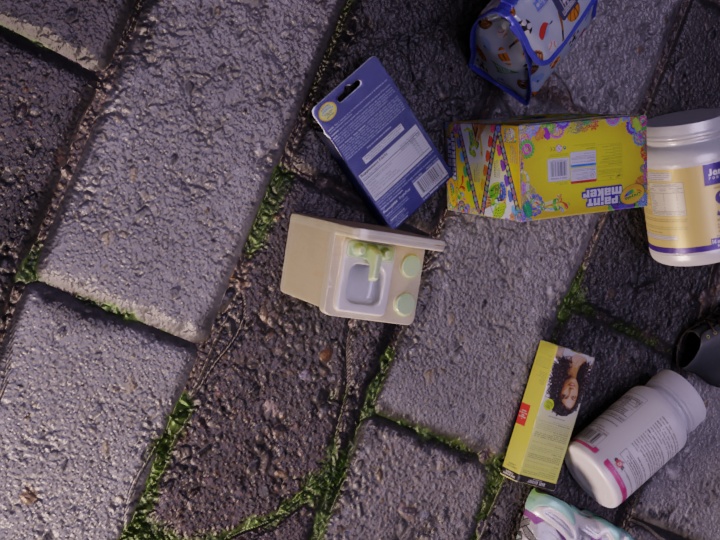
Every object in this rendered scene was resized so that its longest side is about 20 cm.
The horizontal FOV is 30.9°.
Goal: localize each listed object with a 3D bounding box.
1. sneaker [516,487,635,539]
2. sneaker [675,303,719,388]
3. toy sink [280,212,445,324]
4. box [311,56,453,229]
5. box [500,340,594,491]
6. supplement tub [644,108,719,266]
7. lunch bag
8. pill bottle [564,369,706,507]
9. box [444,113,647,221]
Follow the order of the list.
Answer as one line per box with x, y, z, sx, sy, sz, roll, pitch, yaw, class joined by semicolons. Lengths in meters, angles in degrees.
0.303;0.416;1.906;0.198;0.078;0.141;26;87;-17;sneaker
0.556;0.075;1.976;0.105;0.075;0.202;20;89;-29;sneaker
0.000;0.000;1.621;0.129;0.199;0.114;7;94;-27;toy sink
0.025;-0.166;1.703;0.121;0.032;0.201;-42;114;-16;box
0.267;0.208;1.867;0.075;0.050;0.202;16;91;-27;box
0.475;-0.120;1.870;0.144;0.145;0.203;-17;105;-23;supplement tub
0.228;-0.336;1.676;0.123;0.200;0.171;33;76;16;lunch bag
0.403;0.242;1.904;0.199;0.113;0.114;-37;111;-17;pill bottle
0.243;-0.142;1.725;0.198;0.192;0.124;-7;100;-24;box
